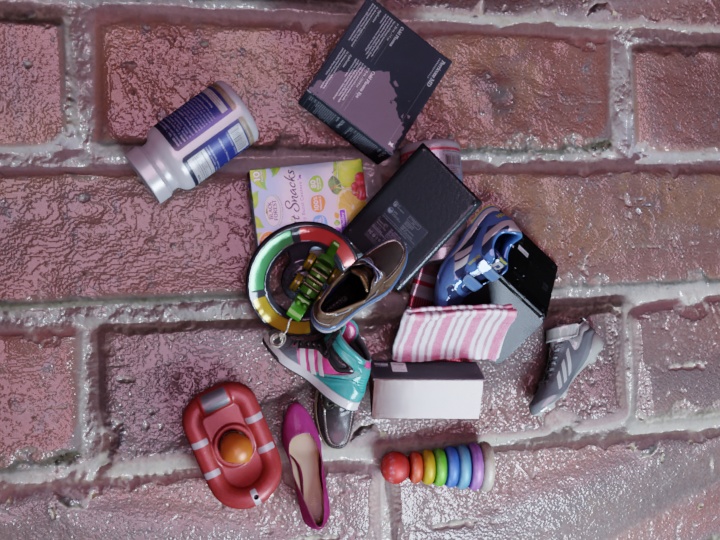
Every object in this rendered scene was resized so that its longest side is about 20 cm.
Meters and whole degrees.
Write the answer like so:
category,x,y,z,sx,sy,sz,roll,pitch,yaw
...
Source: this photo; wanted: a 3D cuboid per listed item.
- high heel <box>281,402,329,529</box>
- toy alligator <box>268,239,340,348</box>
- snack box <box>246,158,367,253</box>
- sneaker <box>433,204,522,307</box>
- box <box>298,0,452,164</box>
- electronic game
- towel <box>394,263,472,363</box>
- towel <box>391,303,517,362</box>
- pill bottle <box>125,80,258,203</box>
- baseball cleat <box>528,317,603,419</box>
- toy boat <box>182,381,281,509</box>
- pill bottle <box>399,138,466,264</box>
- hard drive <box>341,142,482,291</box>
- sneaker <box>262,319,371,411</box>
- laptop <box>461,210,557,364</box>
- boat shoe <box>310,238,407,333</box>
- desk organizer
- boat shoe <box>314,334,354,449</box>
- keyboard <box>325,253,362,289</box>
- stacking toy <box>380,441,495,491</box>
category,x,y,z,sx,sy,sz,roll,pitch,yaw
high heel,-0.085,0.323,1.398,0.066,0.096,0.205,-14,92,-13
toy alligator,-0.086,0.038,1.344,0.059,0.054,0.202,32,82,-4
snack box,-0.087,-0.107,1.433,0.195,0.053,0.146,-7,90,-13
sneaker,0.192,-0.009,1.390,0.074,0.082,0.202,28,95,-53
box,0.023,-0.322,1.441,0.181,0.104,0.202,35,81,-9
electronic game,-0.094,0.016,1.404,0.195,0.042,0.204,-6,112,-14
towel,0.149,0.083,1.501,0.141,0.023,0.204,16,85,-12
towel,0.156,0.110,1.424,0.195,0.148,0.030,-2,53,-9
pill bottle,-0.272,-0.205,1.359,0.199,0.116,0.117,-38,97,-12
baseball cleat,0.355,0.170,1.533,0.200,0.070,0.107,-43,91,-21
toy boat,-0.202,0.286,1.353,0.128,0.131,0.204,-24,94,-13
pill bottle,0.128,-0.116,1.452,0.106,0.109,0.205,-4,85,-13
hard drive,0.085,-0.088,1.386,0.140,0.033,0.200,45,98,7
sneaker,-0.060,0.123,1.368,0.198,0.083,0.122,33,99,17
laptop,0.247,0.029,1.513,0.176,0.103,0.202,39,52,-21
boat shoe,0.005,0.019,1.320,0.072,0.073,0.200,42,72,8
desk organizer,0.111,0.208,1.458,0.195,0.072,0.079,2,109,-7
boat shoe,-0.040,0.203,1.428,0.071,0.065,0.205,-1,87,-12
keyboard,0.000,0.000,1.473,0.196,0.011,0.057,-18,92,-13
stacking toy,0.131,0.340,1.465,0.195,0.085,0.088,3,88,-8
